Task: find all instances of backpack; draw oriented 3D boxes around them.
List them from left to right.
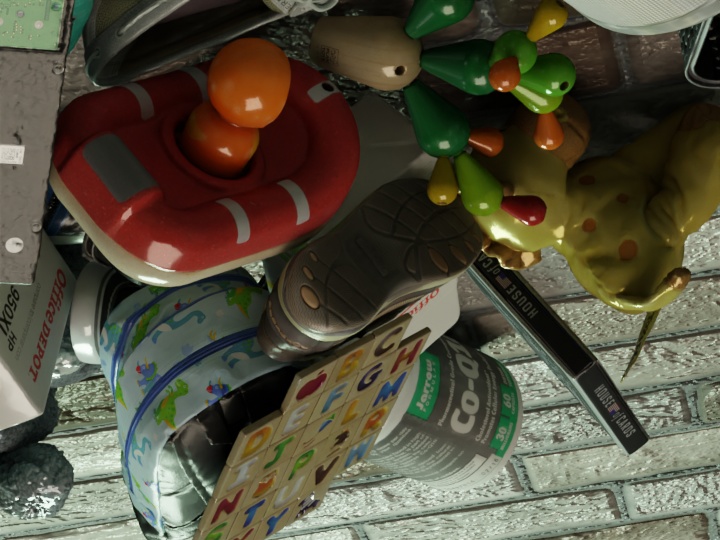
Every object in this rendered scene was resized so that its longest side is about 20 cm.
[{"bbox_3d":[-0.091,0.082,1.775,0.163,0.154,0.200,-24,171,-4],"label":"backpack"}]

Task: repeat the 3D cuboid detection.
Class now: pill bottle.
[{"bbox_3d":[0.023,0.092,2.106,0.113,0.113,0.200,-24,149,33],"label":"pill bottle"}]

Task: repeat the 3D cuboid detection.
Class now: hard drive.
[{"bbox_3d":[-0.239,-0.087,1.556,0.139,0.038,0.200,2,123,-15],"label":"hard drive"}]

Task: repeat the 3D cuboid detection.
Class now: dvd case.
[{"bbox_3d":[0.115,0.030,1.922,0.025,0.200,0.150,-40,149,0],"label":"dvd case"}]

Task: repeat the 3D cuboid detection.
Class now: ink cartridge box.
[{"bbox_3d":[-0.265,-0.012,1.713,0.084,0.145,0.200,-19,122,19],"label":"ink cartridge box"},{"bbox_3d":[-0.001,-0.008,1.836,0.117,0.067,0.200,-40,149,-20],"label":"ink cartridge box"}]

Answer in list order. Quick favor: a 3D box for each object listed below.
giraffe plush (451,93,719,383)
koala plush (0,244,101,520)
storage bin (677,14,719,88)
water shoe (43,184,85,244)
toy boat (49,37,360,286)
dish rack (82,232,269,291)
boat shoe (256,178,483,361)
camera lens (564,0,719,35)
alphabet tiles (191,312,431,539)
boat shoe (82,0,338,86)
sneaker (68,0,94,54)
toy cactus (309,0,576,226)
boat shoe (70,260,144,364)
[{"bbox_3d":[0.140,-0.048,1.827,0.162,0.200,0.173,28,150,-2],"label":"giraffe plush"},{"bbox_3d":[-0.238,0.046,1.903,0.183,0.178,0.200,23,148,-21],"label":"koala plush"},{"bbox_3d":[0.259,-0.196,1.599,0.135,0.094,0.200,-2,153,-7],"label":"storage bin"},{"bbox_3d":[-0.215,-0.060,1.798,0.199,0.072,0.079,-10,150,5],"label":"water shoe"},{"bbox_3d":[-0.079,-0.082,1.629,0.200,0.131,0.131,-20,153,-47],"label":"toy boat"},{"bbox_3d":[-0.077,-0.036,1.822,0.154,0.055,0.200,-52,151,5],"label":"dish rack"},{"bbox_3d":[0.000,0.000,1.720,0.073,0.075,0.200,-39,172,39],"label":"boat shoe"},{"bbox_3d":[0.124,-0.223,1.436,0.160,0.160,0.200,-22,150,30],"label":"camera lens"},{"bbox_3d":[-0.033,0.110,1.754,0.166,0.006,0.200,-27,154,-39],"label":"alphabet tiles"},{"bbox_3d":[-0.072,-0.162,1.627,0.201,0.065,0.074,-14,153,16],"label":"boat shoe"},{"bbox_3d":[-0.243,-0.150,1.605,0.199,0.084,0.121,-8,144,1],"label":"sneaker"},{"bbox_3d":[0.048,-0.118,1.691,0.165,0.102,0.200,11,136,18],"label":"toy cactus"},{"bbox_3d":[-0.141,0.034,1.854,0.056,0.069,0.200,5,174,13],"label":"boat shoe"}]
